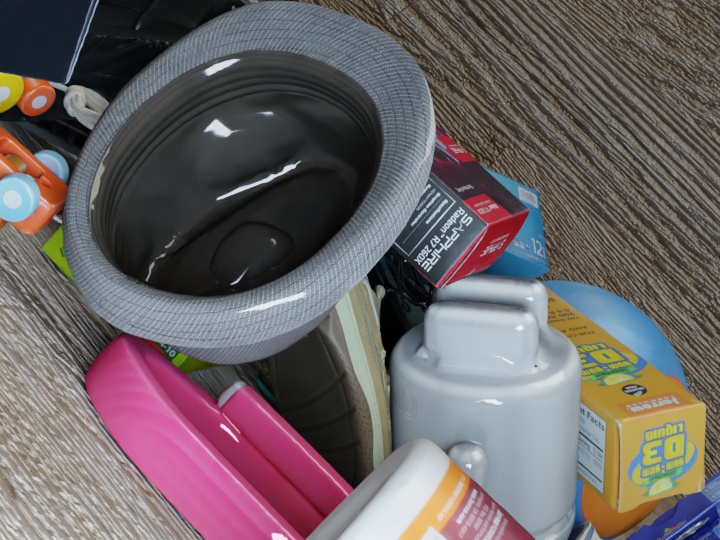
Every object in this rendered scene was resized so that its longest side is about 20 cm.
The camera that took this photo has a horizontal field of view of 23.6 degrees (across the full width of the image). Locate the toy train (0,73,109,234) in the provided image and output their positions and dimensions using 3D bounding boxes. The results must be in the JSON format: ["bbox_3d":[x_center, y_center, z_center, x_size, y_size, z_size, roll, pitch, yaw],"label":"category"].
[{"bbox_3d":[-0.201,-0.076,0.928,0.150,0.056,0.200,40,15,-10],"label":"toy train"}]

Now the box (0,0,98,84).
[{"bbox_3d":[-0.248,-0.202,0.868,0.200,0.124,0.197,8,28,-32],"label":"box"}]

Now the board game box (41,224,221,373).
[{"bbox_3d":[-0.108,0.008,1.026,0.102,0.048,0.200,44,6,7],"label":"board game box"}]

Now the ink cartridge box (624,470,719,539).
[{"bbox_3d":[0.254,0.234,1.229,0.200,0.136,0.076,59,-7,-32],"label":"ink cartridge box"}]

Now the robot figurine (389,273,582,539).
[{"bbox_3d":[0.074,0.103,1.027,0.113,0.201,0.170,6,24,15],"label":"robot figurine"}]

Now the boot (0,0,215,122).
[{"bbox_3d":[-0.175,-0.148,1.097,0.199,0.077,0.168,9,20,1],"label":"boot"}]

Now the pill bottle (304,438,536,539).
[{"bbox_3d":[0.058,0.172,0.669,0.200,0.114,0.114,44,6,0],"label":"pill bottle"}]

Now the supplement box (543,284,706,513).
[{"bbox_3d":[0.138,0.076,1.096,0.200,0.066,0.069,-138,-138,-55],"label":"supplement box"}]

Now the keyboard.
[{"bbox_3d":[0.000,0.000,1.083,0.104,0.040,0.200,2,-39,26],"label":"keyboard"}]

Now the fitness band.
[{"bbox_3d":[-0.047,0.104,0.820,0.200,0.037,0.144,44,6,8],"label":"fitness band"}]

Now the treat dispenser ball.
[{"bbox_3d":[0.146,0.108,1.289,0.201,0.201,0.201,43,6,-6],"label":"treat dispenser ball"}]

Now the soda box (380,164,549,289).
[{"bbox_3d":[0.032,-0.042,1.127,0.200,0.068,0.064,22,52,-39],"label":"soda box"}]

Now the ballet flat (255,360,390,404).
[{"bbox_3d":[0.019,0.102,1.130,0.200,0.065,0.071,39,11,-30],"label":"ballet flat"}]

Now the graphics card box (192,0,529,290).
[{"bbox_3d":[0.001,-0.078,0.981,0.200,0.051,0.125,42,16,9],"label":"graphics card box"}]

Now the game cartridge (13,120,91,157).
[{"bbox_3d":[-0.139,-0.075,1.140,0.200,0.041,0.133,28,8,40],"label":"game cartridge"}]

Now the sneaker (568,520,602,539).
[{"bbox_3d":[0.156,0.239,1.110,0.115,0.080,0.199,58,-2,-3],"label":"sneaker"}]

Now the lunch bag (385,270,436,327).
[{"bbox_3d":[0.008,-0.031,1.280,0.170,0.122,0.200,44,0,-10],"label":"lunch bag"}]

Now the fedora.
[{"bbox_3d":[-0.052,-0.030,0.865,0.176,0.200,0.090,21,-28,21],"label":"fedora"}]

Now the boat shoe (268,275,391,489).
[{"bbox_3d":[-0.011,0.030,0.992,0.072,0.076,0.201,2,-67,40],"label":"boat shoe"}]
